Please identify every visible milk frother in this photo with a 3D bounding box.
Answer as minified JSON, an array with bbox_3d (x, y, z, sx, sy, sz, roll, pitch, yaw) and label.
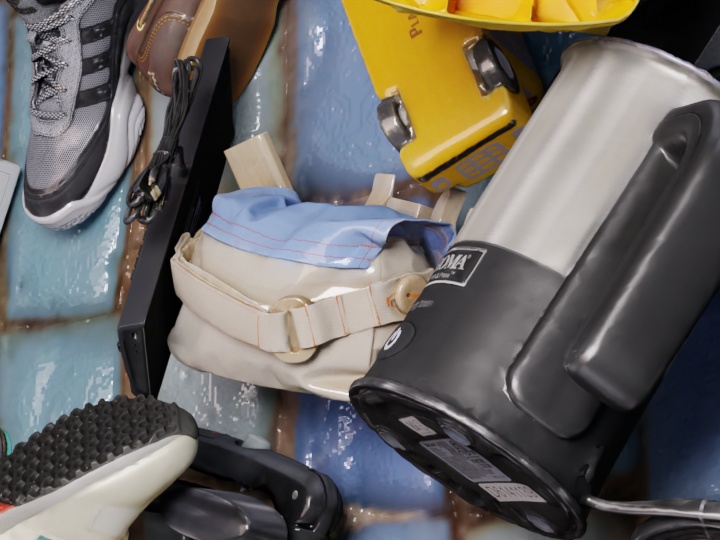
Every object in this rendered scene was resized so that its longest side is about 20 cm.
[{"bbox_3d":[0.135,0.035,1.056,0.180,0.200,0.188,9,62,57],"label":"milk frother"}]

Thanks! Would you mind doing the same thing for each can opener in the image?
[{"bbox_3d":[-0.079,0.106,1.256,0.200,0.079,0.064,19,77,55],"label":"can opener"}]

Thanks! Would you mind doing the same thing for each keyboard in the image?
[{"bbox_3d":[-0.093,-0.041,1.237,0.020,0.127,0.201,7,50,6],"label":"keyboard"}]

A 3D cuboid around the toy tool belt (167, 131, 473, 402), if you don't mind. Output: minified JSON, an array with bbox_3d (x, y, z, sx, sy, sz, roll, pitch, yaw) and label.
[{"bbox_3d":[0.000,0.000,1.178,0.199,0.125,0.124,8,91,41],"label":"toy tool belt"}]

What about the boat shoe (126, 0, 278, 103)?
[{"bbox_3d":[-0.064,-0.184,1.321,0.070,0.070,0.200,41,104,36],"label":"boat shoe"}]

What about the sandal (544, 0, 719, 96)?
[{"bbox_3d":[0.159,-0.119,1.128,0.200,0.043,0.076,-44,53,22],"label":"sandal"}]

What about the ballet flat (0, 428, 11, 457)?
[{"bbox_3d":[-0.250,0.155,1.266,0.073,0.073,0.200,50,118,38],"label":"ballet flat"}]

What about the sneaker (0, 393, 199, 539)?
[{"bbox_3d":[-0.153,0.140,1.208,0.199,0.094,0.070,-31,24,5],"label":"sneaker"}]

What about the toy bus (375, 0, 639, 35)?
[{"bbox_3d":[0.073,-0.199,1.092,0.135,0.192,0.201,6,89,7],"label":"toy bus"}]

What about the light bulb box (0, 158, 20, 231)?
[{"bbox_3d":[-0.330,0.000,1.409,0.125,0.198,0.201,16,89,44],"label":"light bulb box"}]

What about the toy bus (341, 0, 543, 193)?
[{"bbox_3d":[0.033,-0.129,1.212,0.065,0.078,0.201,-30,58,18],"label":"toy bus"}]

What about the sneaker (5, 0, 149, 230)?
[{"bbox_3d":[-0.173,-0.129,1.369,0.075,0.114,0.201,15,87,42],"label":"sneaker"}]
